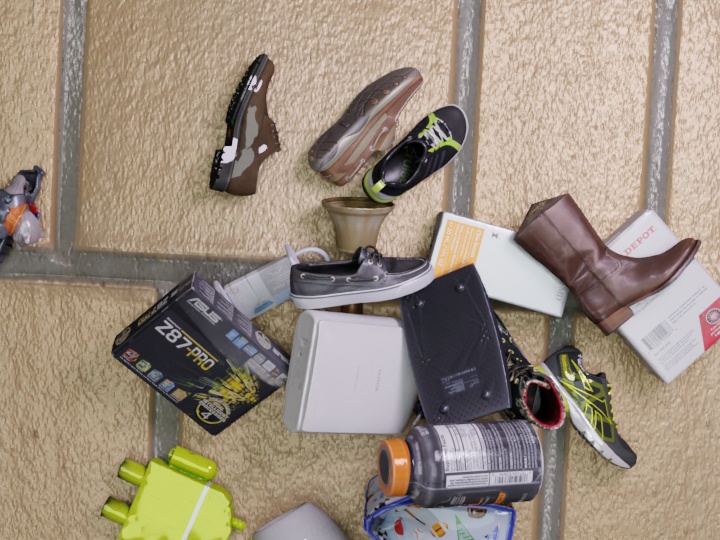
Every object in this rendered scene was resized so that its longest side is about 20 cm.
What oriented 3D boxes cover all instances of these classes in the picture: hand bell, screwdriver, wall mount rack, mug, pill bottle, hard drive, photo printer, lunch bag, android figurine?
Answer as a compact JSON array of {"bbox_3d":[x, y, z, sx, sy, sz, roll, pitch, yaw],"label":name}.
[{"bbox_3d":[-0.008,0.004,1.617,0.103,0.104,0.202,3,101,-1],"label":"hand bell"},{"bbox_3d":[0.081,0.199,1.565,0.028,0.200,0.029,-8,94,8],"label":"screwdriver"},{"bbox_3d":[-0.116,0.062,1.625,0.199,0.075,0.174,-27,125,2],"label":"wall mount rack"},{"bbox_3d":[-0.089,0.433,1.615,0.199,0.147,0.176,-32,84,31],"label":"mug"},{"bbox_3d":[0.123,0.247,1.472,0.198,0.106,0.107,0,93,-16],"label":"pill bottle"},{"bbox_3d":[0.130,0.106,1.545,0.134,0.042,0.201,-23,69,27],"label":"hard drive"},{"bbox_3d":[-0.002,0.144,1.591,0.199,0.069,0.168,8,95,-34],"label":"photo printer"},{"bbox_3d":[0.104,0.330,1.586,0.198,0.170,0.125,6,98,2],"label":"lunch bag"},{"bbox_3d":[-0.264,0.348,1.650,0.199,0.041,0.183,22,92,-1],"label":"android figurine"}]

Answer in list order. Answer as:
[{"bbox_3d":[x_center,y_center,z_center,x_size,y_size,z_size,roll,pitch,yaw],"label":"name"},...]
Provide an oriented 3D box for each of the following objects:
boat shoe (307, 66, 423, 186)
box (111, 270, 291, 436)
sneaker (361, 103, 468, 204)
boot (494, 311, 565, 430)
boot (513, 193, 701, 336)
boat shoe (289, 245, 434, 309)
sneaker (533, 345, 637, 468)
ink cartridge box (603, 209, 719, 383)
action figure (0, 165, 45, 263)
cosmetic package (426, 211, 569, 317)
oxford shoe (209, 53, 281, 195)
[{"bbox_3d":[0.015,-0.201,1.615,0.200,0.076,0.072,-44,119,4],"label":"boat shoe"},{"bbox_3d":[-0.213,0.118,1.580,0.161,0.049,0.200,-37,116,18],"label":"box"},{"bbox_3d":[0.087,-0.160,1.584,0.072,0.083,0.200,47,69,-4],"label":"sneaker"},{"bbox_3d":[0.205,0.126,1.581,0.073,0.154,0.205,-29,95,-10],"label":"boot"},{"bbox_3d":[0.328,-0.043,1.547,0.186,0.064,0.200,-41,86,1],"label":"boot"},{"bbox_3d":[0.000,0.000,1.551,0.198,0.070,0.067,-8,116,-1],"label":"boat shoe"},{"bbox_3d":[0.331,0.192,1.629,0.085,0.074,0.200,-42,92,1],"label":"sneaker"},{"bbox_3d":[0.409,0.033,1.617,0.144,0.084,0.200,-41,93,2],"label":"ink cartridge box"},{"bbox_3d":[-0.532,-0.069,1.599,0.192,0.105,0.201,20,91,8],"label":"action figure"},{"bbox_3d":[0.195,-0.010,1.620,0.198,0.071,0.102,15,92,-2],"label":"cosmetic package"},{"bbox_3d":[-0.148,-0.201,1.617,0.084,0.073,0.202,14,95,-18],"label":"oxford shoe"}]
